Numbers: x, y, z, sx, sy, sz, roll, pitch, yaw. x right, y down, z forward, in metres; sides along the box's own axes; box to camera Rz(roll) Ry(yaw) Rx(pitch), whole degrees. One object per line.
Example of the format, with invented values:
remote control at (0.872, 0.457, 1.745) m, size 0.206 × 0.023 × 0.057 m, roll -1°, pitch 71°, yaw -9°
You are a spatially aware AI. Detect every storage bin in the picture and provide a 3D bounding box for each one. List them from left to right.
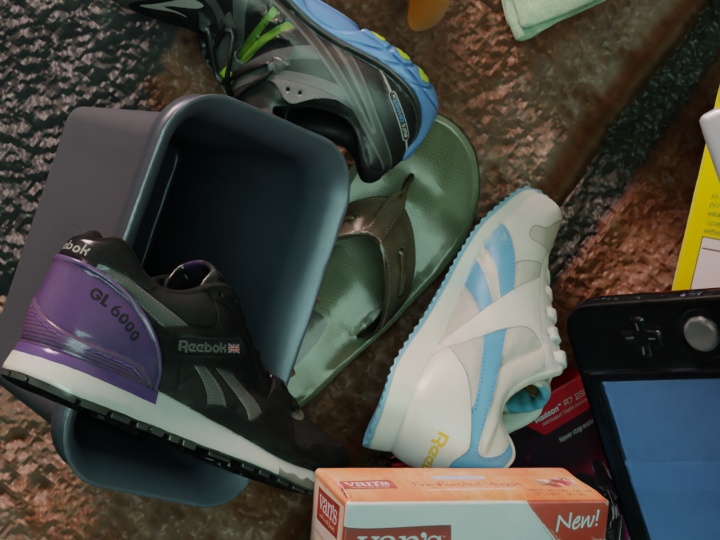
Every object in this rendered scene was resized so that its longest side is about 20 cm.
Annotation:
storage bin at (-0.107, 0.006, 0.862) m, size 0.145 × 0.134 × 0.201 m, roll 19°, pitch 90°, yaw -41°

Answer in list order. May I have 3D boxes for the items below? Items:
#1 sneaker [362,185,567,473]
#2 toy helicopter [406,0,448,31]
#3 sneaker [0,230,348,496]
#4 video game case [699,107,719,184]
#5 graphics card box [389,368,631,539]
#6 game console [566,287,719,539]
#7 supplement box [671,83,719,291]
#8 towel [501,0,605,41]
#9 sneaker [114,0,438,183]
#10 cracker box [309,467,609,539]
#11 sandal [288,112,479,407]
sneaker at (0.073, 0.036, 0.875) m, size 0.080 × 0.077 × 0.200 m, roll 26°, pitch 51°, yaw 6°
toy helicopter at (0.006, -0.207, 0.838) m, size 0.079 × 0.200 × 0.132 m, roll -35°, pitch 76°, yaw -4°
sneaker at (-0.068, 0.045, 0.771) m, size 0.200 × 0.076 × 0.088 m, roll 30°, pitch 76°, yaw -41°
video game case at (0.208, 0.040, 0.734) m, size 0.022 × 0.182 × 0.201 m, roll -20°, pitch 73°, yaw 17°
graphics card box at (0.110, 0.170, 0.904) m, size 0.125 × 0.051 × 0.201 m, roll -24°, pitch 94°, yaw -34°
game console at (0.175, 0.121, 0.793) m, size 0.119 × 0.172 × 0.201 m, roll -35°, pitch 112°, yaw -46°
supplement box at (0.244, -0.001, 0.888) m, size 0.108 × 0.109 × 0.201 m, roll 14°, pitch 90°, yaw 32°
towel at (0.102, -0.243, 0.885) m, size 0.023 × 0.152 × 0.201 m, roll -25°, pitch 93°, yaw -45°
sneaker at (-0.055, -0.116, 0.887) m, size 0.199 × 0.071 × 0.083 m, roll 31°, pitch 79°, yaw 4°
cracker box at (0.040, 0.198, 0.781) m, size 0.133 × 0.058 × 0.201 m, roll 2°, pitch 99°, yaw -18°
sandal at (0.000, 0.001, 0.912) m, size 0.080 × 0.057 × 0.201 m, roll 36°, pitch 88°, yaw -5°
